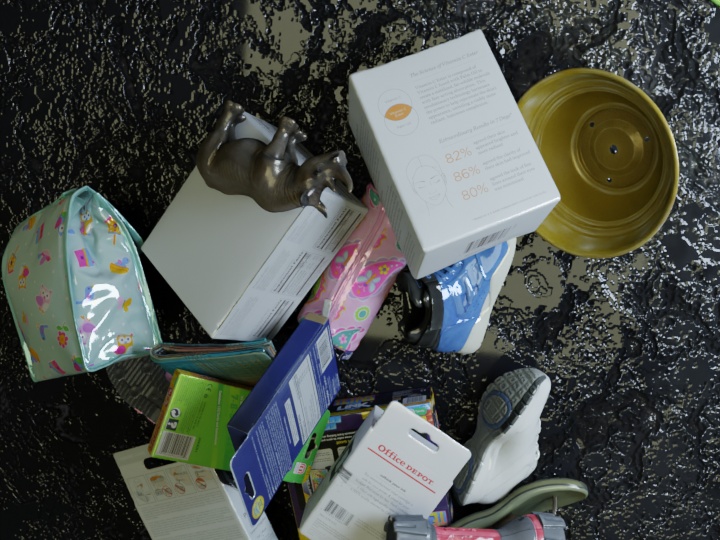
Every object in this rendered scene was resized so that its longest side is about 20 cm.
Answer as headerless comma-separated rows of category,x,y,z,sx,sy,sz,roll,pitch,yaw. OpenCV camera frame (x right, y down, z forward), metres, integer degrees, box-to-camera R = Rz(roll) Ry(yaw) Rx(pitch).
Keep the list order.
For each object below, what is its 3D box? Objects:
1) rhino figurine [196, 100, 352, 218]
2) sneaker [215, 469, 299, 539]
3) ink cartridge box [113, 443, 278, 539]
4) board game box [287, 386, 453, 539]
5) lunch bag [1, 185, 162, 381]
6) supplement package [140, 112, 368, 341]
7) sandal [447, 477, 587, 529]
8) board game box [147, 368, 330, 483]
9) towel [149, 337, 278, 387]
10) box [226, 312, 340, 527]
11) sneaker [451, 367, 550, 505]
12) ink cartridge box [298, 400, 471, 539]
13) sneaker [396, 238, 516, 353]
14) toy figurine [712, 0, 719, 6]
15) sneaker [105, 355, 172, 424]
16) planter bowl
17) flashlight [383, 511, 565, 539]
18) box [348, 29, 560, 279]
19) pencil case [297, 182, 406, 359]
rhino figurine,-0.084,-0.103,0.756,0.198,0.060,0.088,22,86,32
sneaker,-0.151,0.334,1.004,0.090,0.076,0.201,-37,88,22
ink cartridge box,-0.201,0.292,0.949,0.159,0.047,0.202,-20,97,31
board game box,0.007,0.245,0.966,0.197,0.057,0.168,-9,102,9
lunch bag,-0.332,0.016,0.899,0.169,0.121,0.203,-15,89,44
supplement package,-0.121,-0.047,0.868,0.156,0.111,0.201,45,104,27
sandal,0.187,0.311,0.934,0.199,0.080,0.058,-29,52,8
board game box,-0.134,0.182,0.883,0.198,0.030,0.097,20,91,-28
towel,-0.139,0.125,0.899,0.145,0.200,0.022,-4,63,14
box,-0.084,0.156,0.820,0.032,0.201,0.122,14,135,22
sneaker,0.180,0.202,0.931,0.086,0.075,0.202,14,118,-19
ink cartridge box,0.030,0.246,0.900,0.115,0.067,0.201,34,104,-2
sneaker,0.102,-0.001,0.878,0.110,0.077,0.202,6,110,-26
toy figurine,0.373,-0.360,0.733,0.148,0.184,0.202,-20,99,11
sneaker,-0.245,0.165,0.979,0.200,0.082,0.070,40,79,21
planter bowl,0.258,-0.121,0.828,0.199,0.083,0.203,22,124,37
flashlight,0.127,0.298,0.851,0.197,0.068,0.069,7,85,-11
box,0.090,-0.120,0.807,0.150,0.106,0.202,-20,76,-7
pencil case,0.000,0.000,0.904,0.087,0.087,0.201,30,102,1
